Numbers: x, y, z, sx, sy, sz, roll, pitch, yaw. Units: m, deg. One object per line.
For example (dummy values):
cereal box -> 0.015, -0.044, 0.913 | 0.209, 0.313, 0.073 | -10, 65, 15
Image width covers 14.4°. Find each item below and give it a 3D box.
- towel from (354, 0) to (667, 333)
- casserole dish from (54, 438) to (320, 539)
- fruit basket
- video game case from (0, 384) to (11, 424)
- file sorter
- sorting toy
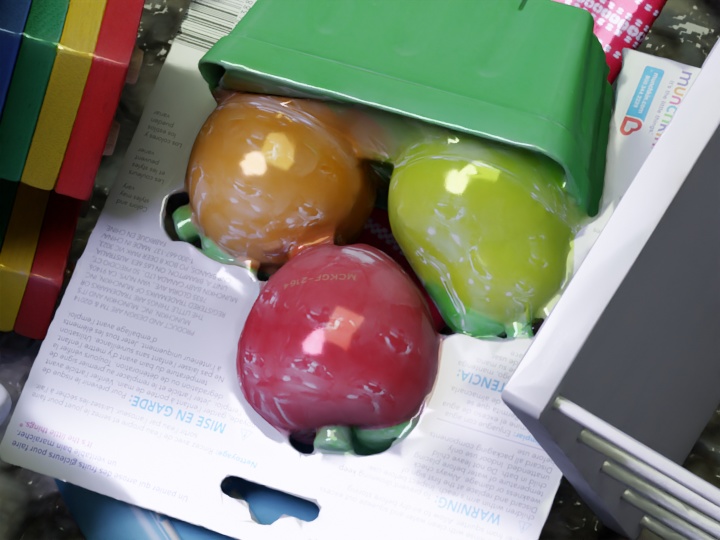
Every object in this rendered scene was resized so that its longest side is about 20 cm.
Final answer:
towel -> 0.023, -0.091, 1.016 | 0.144, 0.022, 0.200 | 36, 97, 20
casserole dish -> -0.026, 0.075, 0.946 | 0.121, 0.039, 0.200 | -23, 52, -19
fruit basket -> 0.000, 0.000, 0.937 | 0.185, 0.094, 0.201 | 15, 77, 19
video game case -> -0.239, 0.038, 0.859 | 0.200, 0.023, 0.182 | 41, 69, 9
file sorter -> 0.145, 0.030, 0.854 | 0.124, 0.200, 0.139 | 30, 83, 19
sorting toy -> -0.111, -0.089, 0.988 | 0.069, 0.200, 0.199 | 15, 50, -7
